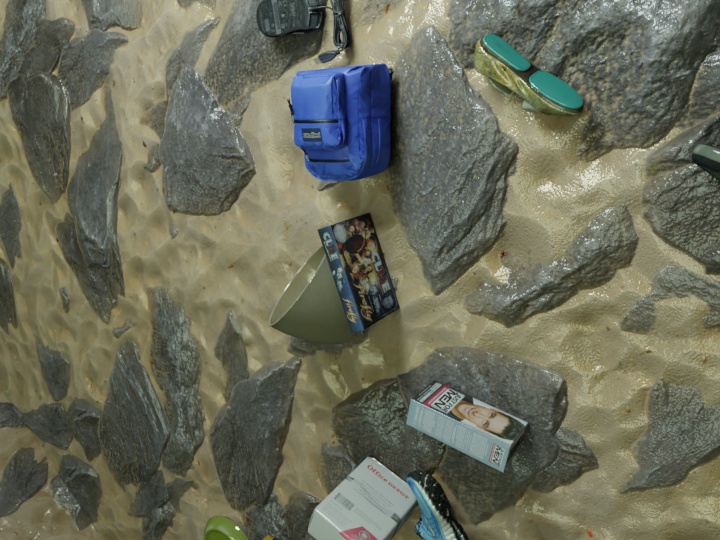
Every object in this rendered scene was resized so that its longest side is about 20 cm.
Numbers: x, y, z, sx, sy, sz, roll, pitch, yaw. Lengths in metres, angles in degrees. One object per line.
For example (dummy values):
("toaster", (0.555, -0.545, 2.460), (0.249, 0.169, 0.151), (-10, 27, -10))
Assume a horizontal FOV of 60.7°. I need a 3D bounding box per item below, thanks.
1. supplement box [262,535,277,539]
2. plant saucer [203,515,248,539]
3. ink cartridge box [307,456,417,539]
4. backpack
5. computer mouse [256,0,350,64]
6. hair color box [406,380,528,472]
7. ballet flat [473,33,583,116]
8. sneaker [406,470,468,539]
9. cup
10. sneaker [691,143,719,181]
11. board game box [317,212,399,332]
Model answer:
("supplement box", (-0.197, 0.827, 1.563), (0.199, 0.133, 0.199), (9, 109, 32))
("plant saucer", (-0.380, 0.796, 1.743), (0.199, 0.031, 0.201), (11, 110, 31))
("ink cartridge box", (0.009, 0.505, 1.280), (0.145, 0.200, 0.085), (32, 126, 22))
("backpack", (-0.042, -0.260, 1.106), (0.162, 0.167, 0.201), (11, 114, 38))
("computer mouse", (-0.101, -0.459, 1.163), (0.199, 0.046, 0.141), (-4, 106, 30))
("hair color box", (0.197, 0.285, 1.147), (0.199, 0.099, 0.061), (21, 115, 28))
("ballet flat", (0.256, -0.290, 0.959), (0.200, 0.071, 0.071), (43, 123, 16))
("sneaker", (0.140, 0.509, 1.256), (0.090, 0.078, 0.201), (-28, 87, 20))
("cup", (-0.069, 0.066, 1.226), (0.143, 0.201, 0.200), (36, 127, -14))
("sneaker", (0.520, -0.085, 0.826), (0.199, 0.076, 0.115), (37, 115, 14))
("board game box", (0.000, 0.000, 1.173), (0.034, 0.135, 0.201), (-14, 97, 36))
